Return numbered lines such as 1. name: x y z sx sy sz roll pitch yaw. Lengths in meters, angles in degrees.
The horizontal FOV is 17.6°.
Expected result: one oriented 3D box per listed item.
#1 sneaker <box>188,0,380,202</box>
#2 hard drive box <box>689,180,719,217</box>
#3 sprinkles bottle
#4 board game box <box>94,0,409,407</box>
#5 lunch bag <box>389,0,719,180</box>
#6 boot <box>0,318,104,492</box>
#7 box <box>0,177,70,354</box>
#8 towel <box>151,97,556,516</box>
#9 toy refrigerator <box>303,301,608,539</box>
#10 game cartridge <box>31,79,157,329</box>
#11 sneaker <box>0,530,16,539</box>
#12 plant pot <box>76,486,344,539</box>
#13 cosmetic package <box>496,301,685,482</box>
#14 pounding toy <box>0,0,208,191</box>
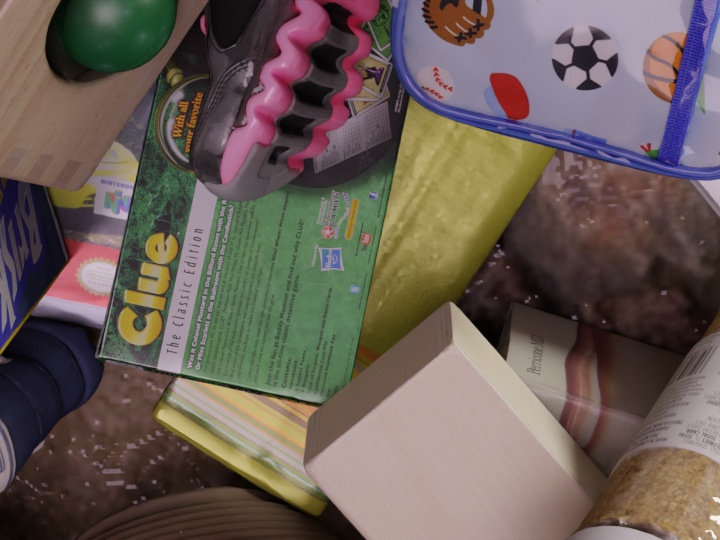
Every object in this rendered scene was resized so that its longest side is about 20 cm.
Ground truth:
1. sneaker: -0.039 -0.126 0.913 0.095 0.079 0.201 15 82 17
2. hard drive box: 0.241 -0.063 0.923 0.200 0.077 0.156 -38 99 15
3. sprinkles bottle: 0.129 0.075 0.848 0.068 0.200 0.068 18 131 22
4. board game box: -0.036 -0.051 0.944 0.104 0.023 0.201 13 84 -3
5. lunch bag: 0.101 -0.139 0.823 0.160 0.076 0.201 16 112 10
6. boot: -0.201 0.073 1.024 0.199 0.090 0.073 -9 111 39
7. box: -0.169 0.002 0.889 0.064 0.200 0.070 -13 106 9
8. towel: 0.000 0.000 0.979 0.086 0.018 0.200 33 93 -10
9. toy refrigerator: 0.071 0.114 0.897 0.076 0.070 0.200 -40 101 10
10. game cartridge: -0.131 -0.047 0.994 0.199 0.041 0.134 10 104 3
11. sneaker: -0.213 0.169 1.044 0.200 0.090 0.067 -34 79 18
12. plant pot: -0.068 0.155 0.997 0.200 0.201 0.093 -21 62 12
13. cosmetic package: 0.142 0.093 0.970 0.199 0.103 0.088 17 109 -1
14. pounding toy: -0.129 -0.142 0.849 0.200 0.142 0.184 44 107 28
